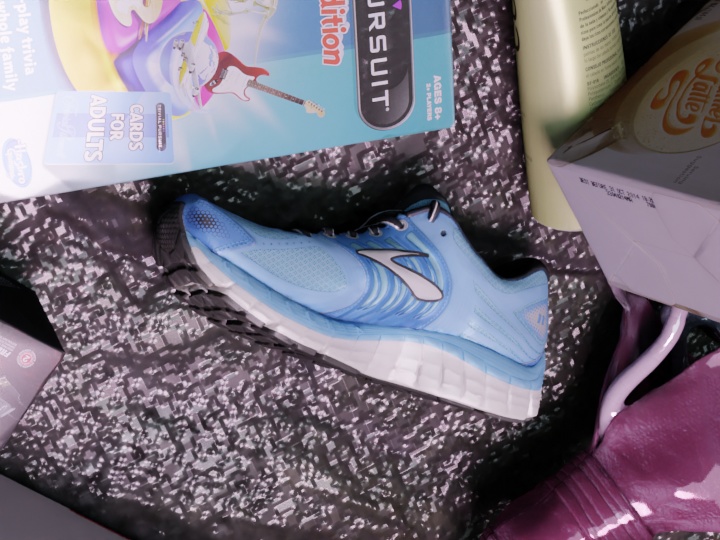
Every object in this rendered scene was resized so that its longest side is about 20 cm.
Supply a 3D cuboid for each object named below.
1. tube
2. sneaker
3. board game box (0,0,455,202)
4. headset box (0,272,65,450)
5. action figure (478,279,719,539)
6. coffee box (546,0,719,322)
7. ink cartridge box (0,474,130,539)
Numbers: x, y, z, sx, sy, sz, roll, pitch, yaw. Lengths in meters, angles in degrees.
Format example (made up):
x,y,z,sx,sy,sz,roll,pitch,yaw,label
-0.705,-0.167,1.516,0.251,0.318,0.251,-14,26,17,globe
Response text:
x,y,z,sx,sy,sz,roll,pitch,yaw,label
0.088,-0.117,0.882,0.052,0.058,0.201,-15,117,-13,tube
0.000,0.000,0.900,0.199,0.078,0.090,20,85,-29,sneaker
-0.063,-0.120,0.829,0.199,0.047,0.152,-11,114,-15,board game box
-0.239,0.068,0.827,0.148,0.077,0.200,32,96,-28,headset box
0.115,0.108,0.937,0.200,0.134,0.149,-39,118,-4,action figure
0.193,-0.073,0.870,0.200,0.114,0.080,-43,124,-18,coffee box
-0.172,0.204,0.902,0.146,0.083,0.200,31,98,-27,ink cartridge box
